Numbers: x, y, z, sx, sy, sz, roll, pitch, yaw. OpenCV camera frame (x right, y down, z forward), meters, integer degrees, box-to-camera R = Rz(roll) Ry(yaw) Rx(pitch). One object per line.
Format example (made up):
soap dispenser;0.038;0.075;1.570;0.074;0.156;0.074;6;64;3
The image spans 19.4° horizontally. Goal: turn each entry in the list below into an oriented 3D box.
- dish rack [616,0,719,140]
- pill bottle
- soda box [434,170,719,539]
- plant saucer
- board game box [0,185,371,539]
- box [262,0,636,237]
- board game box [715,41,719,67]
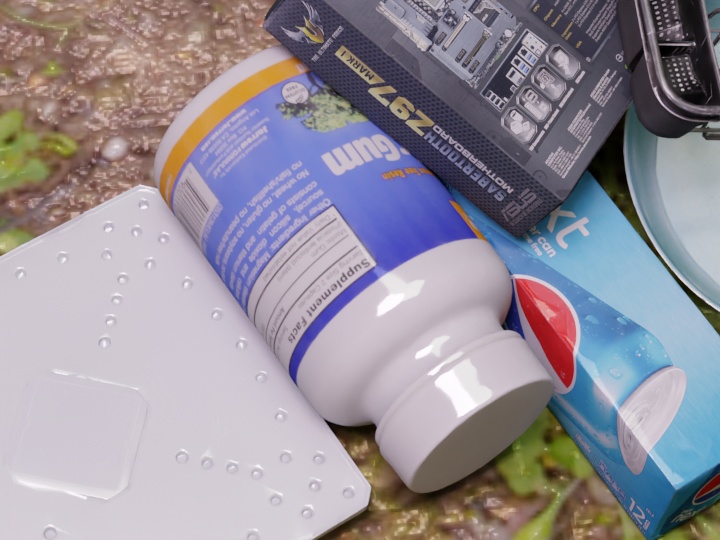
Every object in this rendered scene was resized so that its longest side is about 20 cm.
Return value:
dish rack;0.208;-0.132;0.993;0.199;0.055;0.154;-1;70;-19
pill bottle;0.000;0.000;0.979;0.112;0.112;0.200;-30;67;-20
soda box;0.110;0.023;1.003;0.068;0.064;0.200;-28;66;-19
plant saucer;0.226;-0.053;1.027;0.199;0.027;0.201;0;70;0
board game box;-0.130;0.081;0.971;0.199;0.026;0.200;-29;67;-19
box;0.070;-0.138;0.997;0.158;0.051;0.200;39;57;-7
board game box;0.268;-0.077;1.083;0.199;0.048;0.102;25;62;9
